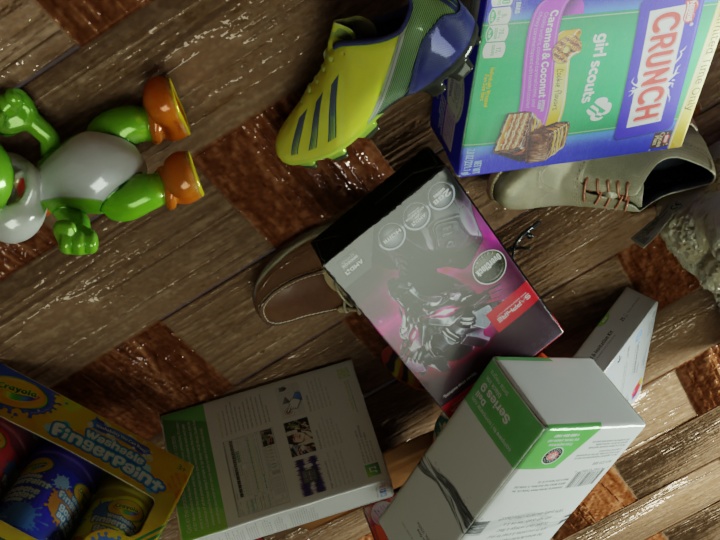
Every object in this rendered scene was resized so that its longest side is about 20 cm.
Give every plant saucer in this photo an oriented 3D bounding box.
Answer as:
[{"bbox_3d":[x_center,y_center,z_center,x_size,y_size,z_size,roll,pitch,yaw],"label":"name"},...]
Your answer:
[{"bbox_3d":[0.010,0.218,1.149,0.197,0.038,0.200,-24,167,-6],"label":"plant saucer"}]

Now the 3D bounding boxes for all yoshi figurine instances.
[{"bbox_3d":[-0.216,-0.069,0.779,0.197,0.113,0.113,-16,123,-2],"label":"yoshi figurine"}]

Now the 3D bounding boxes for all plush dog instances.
[{"bbox_3d":[0.343,-0.019,1.010,0.159,0.201,0.172,-17,122,44],"label":"plush dog"}]

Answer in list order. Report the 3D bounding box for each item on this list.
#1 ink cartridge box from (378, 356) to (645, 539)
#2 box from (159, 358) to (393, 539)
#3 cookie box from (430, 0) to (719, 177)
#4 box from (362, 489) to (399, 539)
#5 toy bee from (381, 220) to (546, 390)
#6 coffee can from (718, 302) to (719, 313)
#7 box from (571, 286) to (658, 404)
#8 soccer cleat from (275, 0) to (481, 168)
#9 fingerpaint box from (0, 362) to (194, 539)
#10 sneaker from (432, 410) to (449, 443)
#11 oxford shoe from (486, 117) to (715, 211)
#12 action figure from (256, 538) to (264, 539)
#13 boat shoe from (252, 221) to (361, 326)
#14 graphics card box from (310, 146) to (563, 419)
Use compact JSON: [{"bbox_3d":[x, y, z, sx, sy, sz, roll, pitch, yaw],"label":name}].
[{"bbox_3d":[0.127,0.175,0.966,0.144,0.084,0.201,5,127,-44],"label":"ink cartridge box"},{"bbox_3d":[-0.082,0.173,1.052,0.197,0.146,0.037,-15,138,-6],"label":"box"},{"bbox_3d":[0.164,-0.168,0.843,0.196,0.076,0.173,-9,137,-14],"label":"cookie box"},{"bbox_3d":[0.067,0.279,1.199,0.098,0.097,0.200,-23,168,-2],"label":"box"},{"bbox_3d":[0.113,0.064,1.026,0.130,0.109,0.200,-35,174,-38],"label":"toy bee"},{"bbox_3d":[0.444,0.061,1.145,0.144,0.148,0.201,-24,139,5],"label":"coffee can"},{"bbox_3d":[0.230,0.137,1.137,0.200,0.041,0.157,-45,148,-29],"label":"box"},{"bbox_3d":[-0.003,-0.141,0.797,0.083,0.065,0.199,39,136,-24],"label":"soccer cleat"},{"bbox_3d":[-0.261,0.191,0.922,0.198,0.168,0.074,29,126,-3],"label":"fingerpaint box"},{"bbox_3d":[0.137,0.131,1.106,0.199,0.070,0.095,-35,133,-40],"label":"sneaker"},{"bbox_3d":[0.206,-0.084,0.949,0.197,0.074,0.071,-16,139,-5],"label":"oxford shoe"},{"bbox_3d":[-0.100,0.369,1.291,0.065,0.100,0.200,-30,135,10],"label":"action figure"},{"bbox_3d":[0.000,0.000,0.956,0.198,0.072,0.076,-26,139,6],"label":"boat shoe"},{"bbox_3d":[0.066,0.015,0.912,0.125,0.051,0.201,-37,118,3],"label":"graphics card box"}]
